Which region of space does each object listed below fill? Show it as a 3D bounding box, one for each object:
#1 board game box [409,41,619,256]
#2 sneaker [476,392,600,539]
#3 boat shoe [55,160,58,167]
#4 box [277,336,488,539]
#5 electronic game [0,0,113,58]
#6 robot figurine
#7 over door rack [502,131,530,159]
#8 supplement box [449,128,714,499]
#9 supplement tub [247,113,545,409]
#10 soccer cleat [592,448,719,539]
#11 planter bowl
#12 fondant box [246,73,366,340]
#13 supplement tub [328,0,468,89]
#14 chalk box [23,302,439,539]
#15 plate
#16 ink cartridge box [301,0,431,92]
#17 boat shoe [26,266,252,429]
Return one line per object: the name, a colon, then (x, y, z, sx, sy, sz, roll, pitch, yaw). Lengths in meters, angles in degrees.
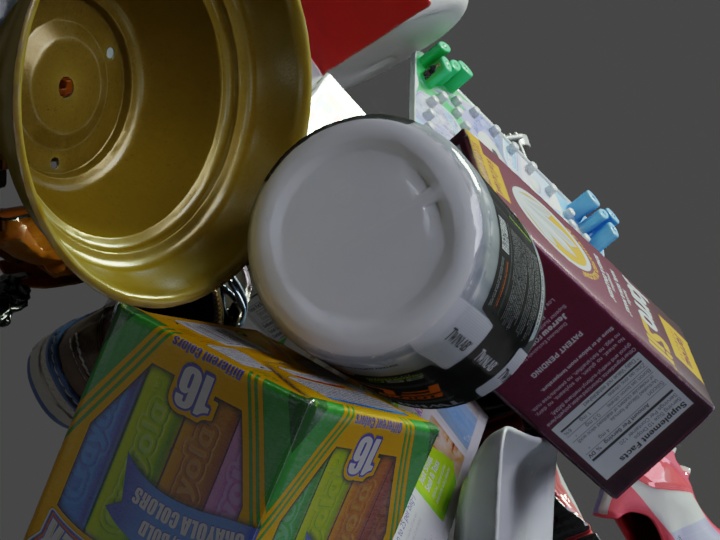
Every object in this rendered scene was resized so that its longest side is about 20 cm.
board game box: (0.107, -0.039, 1.491, 0.200, 0.026, 0.200, 43, 25, -23)
sneaker: (0.112, 0.157, 1.457, 0.087, 0.073, 0.202, 53, 21, -84)
boat shoe: (-0.156, -0.129, 1.288, 0.064, 0.070, 0.201, 12, 55, -55)
box: (-0.017, 0.116, 1.253, 0.113, 0.101, 0.200, 51, 29, -17)
electronic game: (-0.212, -0.151, 1.201, 0.199, 0.042, 0.201, 13, 67, -34)
robot figurine: (-0.170, -0.045, 1.148, 0.199, 0.058, 0.146, -12, 109, -49)
over door rack: (0.061, -0.018, 1.555, 0.199, 0.067, 0.149, -5, 67, -44)
supplement box: (0.107, 0.025, 1.345, 0.200, 0.086, 0.111, 41, 16, -21)
supplement tub: (0.026, 0.003, 1.154, 0.200, 0.122, 0.123, 38, 30, -70)
soccer cleat: (0.235, 0.206, 1.635, 0.200, 0.066, 0.077, 52, 60, -26)
planter bowl: (-0.118, -0.086, 1.090, 0.200, 0.083, 0.202, -10, 103, -49)
fondant box: (0.000, 0.000, 1.391, 0.200, 0.058, 0.145, 48, 43, -14)
supplement tub: (-0.030, -0.232, 1.511, 0.144, 0.144, 0.201, -14, 75, -61)
chalk box: (-0.074, 0.136, 1.070, 0.123, 0.201, 0.124, 24, 5, 31)
plate: (0.079, 0.192, 1.297, 0.200, 0.032, 0.201, 26, 68, -75)
ink cartridge box: (-0.085, -0.188, 1.347, 0.201, 0.176, 0.045, 54, 28, -10)
boat shoe: (-0.099, 0.028, 1.230, 0.073, 0.072, 0.200, 59, 29, -8)
